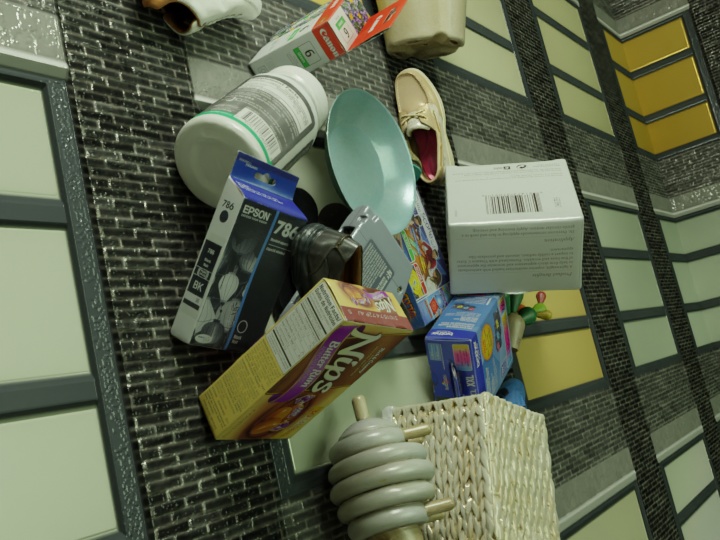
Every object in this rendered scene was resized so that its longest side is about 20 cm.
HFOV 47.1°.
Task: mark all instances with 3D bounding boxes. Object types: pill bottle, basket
[{"bbox_3d":[-0.118,-0.161,0.960,0.113,0.113,0.200,59,34,-17],"label":"pill bottle"},{"bbox_3d":[0.145,0.279,1.082,0.198,0.161,0.200,27,54,-48],"label":"basket"}]

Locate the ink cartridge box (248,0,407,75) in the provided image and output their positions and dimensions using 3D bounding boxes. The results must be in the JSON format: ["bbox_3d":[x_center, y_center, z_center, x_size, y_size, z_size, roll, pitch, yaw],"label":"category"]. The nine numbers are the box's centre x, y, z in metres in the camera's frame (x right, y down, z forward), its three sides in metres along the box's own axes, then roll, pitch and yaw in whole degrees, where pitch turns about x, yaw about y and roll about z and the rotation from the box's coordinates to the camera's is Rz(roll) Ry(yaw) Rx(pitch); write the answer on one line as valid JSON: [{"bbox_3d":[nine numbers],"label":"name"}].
[{"bbox_3d":[-0.041,-0.311,1.069,0.050,0.200,0.109,54,36,-25],"label":"ink cartridge box"}]

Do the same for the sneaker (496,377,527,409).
[{"bbox_3d":[0.247,0.232,1.332,0.066,0.078,0.200,63,32,-9],"label":"sneaker"}]

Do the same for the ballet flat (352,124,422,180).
[{"bbox_3d":[0.018,-0.182,1.224,0.200,0.071,0.071,18,59,-50],"label":"ballet flat"}]

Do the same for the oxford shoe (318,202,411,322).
[{"bbox_3d":[0.000,0.000,1.115,0.200,0.071,0.071,62,4,-8],"label":"oxford shoe"}]

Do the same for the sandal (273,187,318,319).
[{"bbox_3d":[-0.073,-0.013,1.013,0.076,0.043,0.201,23,58,-49],"label":"sandal"}]

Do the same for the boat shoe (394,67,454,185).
[{"bbox_3d":[0.101,-0.235,1.356,0.069,0.074,0.200,-27,97,-63],"label":"boat shoe"}]

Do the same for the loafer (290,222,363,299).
[{"bbox_3d":[-0.027,0.049,0.902,0.073,0.072,0.200,-38,131,-42],"label":"loafer"}]

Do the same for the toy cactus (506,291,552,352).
[{"bbox_3d":[0.282,0.064,1.467,0.200,0.102,0.165,40,53,-51],"label":"toy cactus"}]

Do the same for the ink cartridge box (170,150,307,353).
[{"bbox_3d":[-0.119,-0.014,0.861,0.099,0.039,0.200,16,94,-50],"label":"ink cartridge box"}]

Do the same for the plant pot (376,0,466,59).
[{"bbox_3d":[0.102,-0.461,1.390,0.200,0.200,0.184,-1,87,-56],"label":"plant pot"}]

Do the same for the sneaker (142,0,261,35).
[{"bbox_3d":[-0.194,-0.318,0.991,0.200,0.073,0.085,0,105,-62],"label":"sneaker"}]

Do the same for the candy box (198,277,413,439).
[{"bbox_3d":[-0.056,0.095,0.840,0.117,0.200,0.057,14,40,-52],"label":"candy box"}]

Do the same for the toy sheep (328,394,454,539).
[{"bbox_3d":[0.027,0.240,0.957,0.138,0.138,0.200,19,45,-50],"label":"toy sheep"}]

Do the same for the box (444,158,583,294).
[{"bbox_3d":[0.234,-0.070,1.289,0.200,0.198,0.131,-83,169,-57],"label":"box"}]

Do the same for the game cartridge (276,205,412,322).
[{"bbox_3d":[-0.012,0.037,1.006,0.200,0.041,0.133,-57,134,-28],"label":"game cartridge"}]

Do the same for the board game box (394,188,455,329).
[{"bbox_3d":[0.077,-0.023,1.247,0.135,0.034,0.200,-25,95,-58],"label":"board game box"}]

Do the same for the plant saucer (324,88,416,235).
[{"bbox_3d":[0.005,-0.140,1.101,0.201,0.039,0.202,24,60,-49],"label":"plant saucer"}]

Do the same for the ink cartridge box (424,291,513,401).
[{"bbox_3d":[0.160,0.128,1.227,0.200,0.076,0.137,-44,128,-53],"label":"ink cartridge box"}]
